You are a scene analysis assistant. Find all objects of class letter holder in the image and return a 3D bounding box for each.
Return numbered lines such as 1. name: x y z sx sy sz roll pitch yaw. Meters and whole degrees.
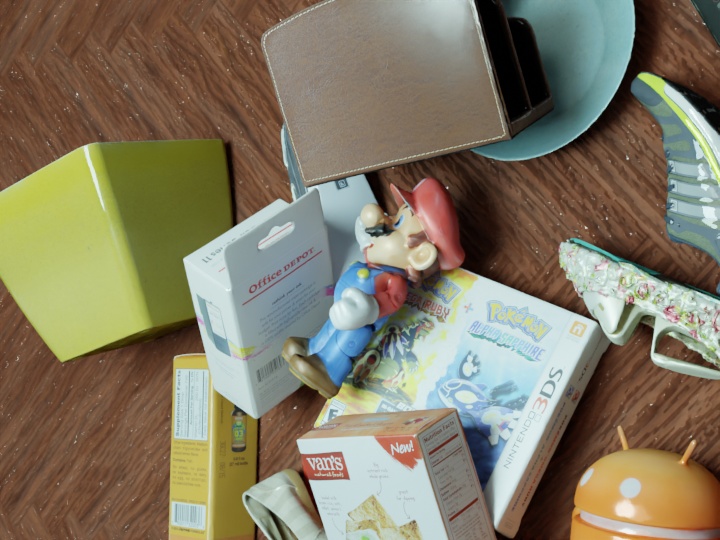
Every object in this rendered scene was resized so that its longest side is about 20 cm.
1. letter holder: 0.035 -0.166 0.886 0.199 0.100 0.143 -10 105 34

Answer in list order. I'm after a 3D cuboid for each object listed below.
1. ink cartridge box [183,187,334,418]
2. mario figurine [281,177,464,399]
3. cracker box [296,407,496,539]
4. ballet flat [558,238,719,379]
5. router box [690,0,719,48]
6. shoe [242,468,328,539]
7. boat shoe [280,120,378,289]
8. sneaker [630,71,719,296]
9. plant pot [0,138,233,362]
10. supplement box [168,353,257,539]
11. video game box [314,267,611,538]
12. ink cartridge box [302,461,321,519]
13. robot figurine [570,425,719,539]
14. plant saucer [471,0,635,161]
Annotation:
1. ink cartridge box: -0.086 0.020 0.970 0.067 0.117 0.201 30 141 36
2. mario figurine: 0.000 0.000 0.911 0.201 0.106 0.123 -52 51 0
3. cracker box: 0.039 0.213 0.854 0.133 0.057 0.202 -12 98 45
4. ballet flat: 0.224 0.035 0.820 0.199 0.076 0.064 26 83 36
5. router box: 0.337 -0.228 0.771 0.199 0.062 0.151 -35 67 29
6. shoe: -0.047 0.264 0.988 0.200 0.053 0.070 48 132 43
7. boat shoe: -0.031 -0.066 1.031 0.068 0.071 0.202 -25 83 67
8. sneaker: 0.254 -0.065 0.814 0.081 0.074 0.201 -41 61 29
9. plant pot: -0.245 -0.015 1.114 0.199 0.199 0.178 -20 86 33
10. supplement box: -0.147 0.185 1.090 0.068 0.066 0.202 -1 84 39
11. video game box: 0.082 0.095 0.911 0.199 0.047 0.183 22 78 35
12. ink cartridge box: 0.014 0.250 0.978 0.173 0.043 0.202 -17 76 33
13. robot figurine: 0.208 0.219 0.792 0.116 0.144 0.202 4 88 15
14. plant saucer: 0.146 -0.191 0.925 0.200 0.039 0.203 -4 84 36
